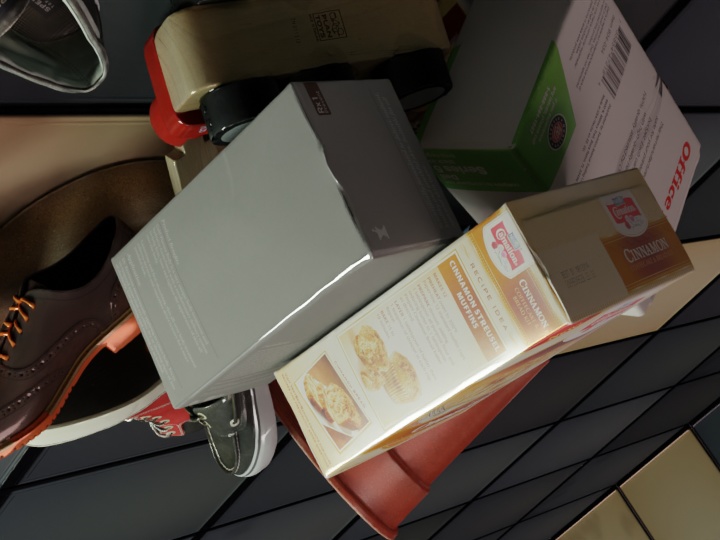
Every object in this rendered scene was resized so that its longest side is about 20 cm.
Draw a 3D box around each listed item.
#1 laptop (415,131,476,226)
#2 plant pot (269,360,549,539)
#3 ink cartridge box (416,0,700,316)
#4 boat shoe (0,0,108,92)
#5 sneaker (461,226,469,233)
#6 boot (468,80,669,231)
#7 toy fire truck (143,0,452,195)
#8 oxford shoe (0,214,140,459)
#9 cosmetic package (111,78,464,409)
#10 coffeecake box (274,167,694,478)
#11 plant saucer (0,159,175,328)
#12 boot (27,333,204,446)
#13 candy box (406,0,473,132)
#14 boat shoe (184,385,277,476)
[{"bbox_3d":[0.081,-0.090,1.041,0.176,0.104,0.200,-8,-157,44],"label":"laptop"},{"bbox_3d":[0.037,0.078,1.112,0.195,0.201,0.201,-40,158,2],"label":"plant pot"},{"bbox_3d":[0.137,-0.083,0.898,0.200,0.083,0.147,45,60,-42],"label":"ink cartridge box"},{"bbox_3d":[-0.174,-0.140,0.627,0.072,0.071,0.200,-38,157,14],"label":"boat shoe"},{"bbox_3d":[0.078,-0.020,1.230,0.081,0.075,0.200,-33,159,13],"label":"sneaker"},{"bbox_3d":[0.187,-0.088,1.157,0.198,0.073,0.151,-29,-156,24],"label":"boot"},{"bbox_3d":[-0.054,-0.099,0.852,0.174,0.130,0.200,-14,172,-28],"label":"toy fire truck"},{"bbox_3d":[-0.210,0.045,0.852,0.200,0.071,0.073,-48,135,-27],"label":"oxford shoe"},{"bbox_3d":[-0.047,-0.012,0.770,0.090,0.108,0.199,-10,161,-49],"label":"cosmetic package"},{"bbox_3d":[0.071,0.030,0.790,0.199,0.074,0.153,-37,167,38],"label":"coffeecake box"},{"bbox_3d":[-0.184,0.001,0.960,0.198,0.036,0.201,-29,158,-12],"label":"plant saucer"},{"bbox_3d":[-0.176,0.103,1.028,0.198,0.073,0.145,-25,152,-30],"label":"boot"},{"bbox_3d":[0.084,-0.149,0.990,0.115,0.056,0.199,-43,156,30],"label":"candy box"},{"bbox_3d":[-0.101,0.075,0.952,0.056,0.068,0.202,-29,137,-31],"label":"boat shoe"}]
